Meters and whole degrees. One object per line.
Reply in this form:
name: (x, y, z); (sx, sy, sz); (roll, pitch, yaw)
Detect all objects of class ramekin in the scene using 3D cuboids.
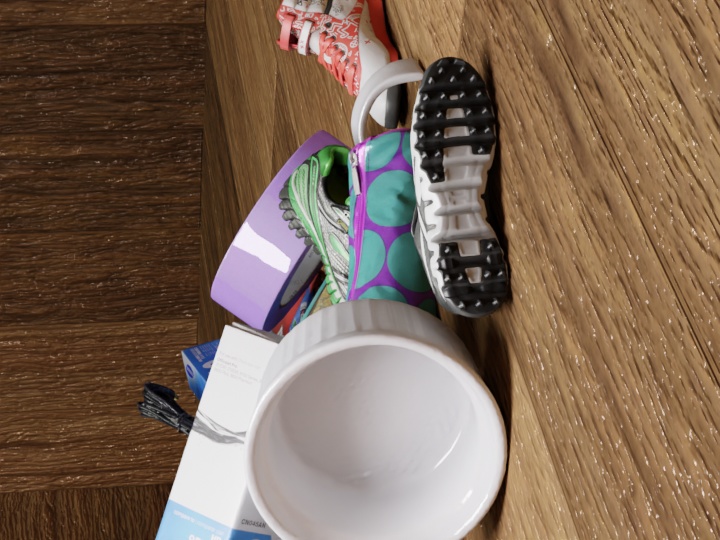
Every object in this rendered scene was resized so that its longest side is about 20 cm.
ramekin: (0.010, 0.120, 1.417); (0.098, 0.198, 0.203); (-95, 7, -65)

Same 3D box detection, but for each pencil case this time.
pencil case: (0.021, -0.011, 1.515); (0.085, 0.092, 0.202); (-26, 54, 54)

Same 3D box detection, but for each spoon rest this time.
spoon rest: (0.021, -0.092, 1.678); (0.100, 0.060, 0.202); (-116, 26, -62)

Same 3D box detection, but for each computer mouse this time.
computer mouse: (-0.141, 0.167, 1.802); (0.046, 0.140, 0.200); (-60, -28, 3)

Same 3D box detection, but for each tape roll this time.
tape roll: (-0.066, -0.037, 1.817); (0.201, 0.065, 0.200); (-55, -6, -8)

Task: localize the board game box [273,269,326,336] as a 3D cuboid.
board game box: (-0.062, 0.087, 1.859); (0.103, 0.019, 0.201); (-54, 19, 22)

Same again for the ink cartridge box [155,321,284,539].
ink cartridge box: (-0.072, 0.160, 1.541); (0.084, 0.144, 0.202); (17, 89, 39)

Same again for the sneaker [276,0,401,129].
sneaker: (-0.024, -0.209, 1.775); (0.068, 0.107, 0.203); (99, 165, -47)

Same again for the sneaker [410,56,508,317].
sneaker: (0.067, -0.058, 1.399); (0.090, 0.066, 0.203); (139, 126, -75)

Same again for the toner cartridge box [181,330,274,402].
toner cartridge box: (-0.108, 0.105, 1.773); (0.200, 0.094, 0.044); (-148, 45, -71)

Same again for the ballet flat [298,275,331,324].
ballet flat: (0.000, 0.000, 1.770); (0.071, 0.070, 0.202); (127, 168, -75)

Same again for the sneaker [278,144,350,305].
sneaker: (0.002, -0.021, 1.622); (0.201, 0.078, 0.085); (54, 138, 14)
